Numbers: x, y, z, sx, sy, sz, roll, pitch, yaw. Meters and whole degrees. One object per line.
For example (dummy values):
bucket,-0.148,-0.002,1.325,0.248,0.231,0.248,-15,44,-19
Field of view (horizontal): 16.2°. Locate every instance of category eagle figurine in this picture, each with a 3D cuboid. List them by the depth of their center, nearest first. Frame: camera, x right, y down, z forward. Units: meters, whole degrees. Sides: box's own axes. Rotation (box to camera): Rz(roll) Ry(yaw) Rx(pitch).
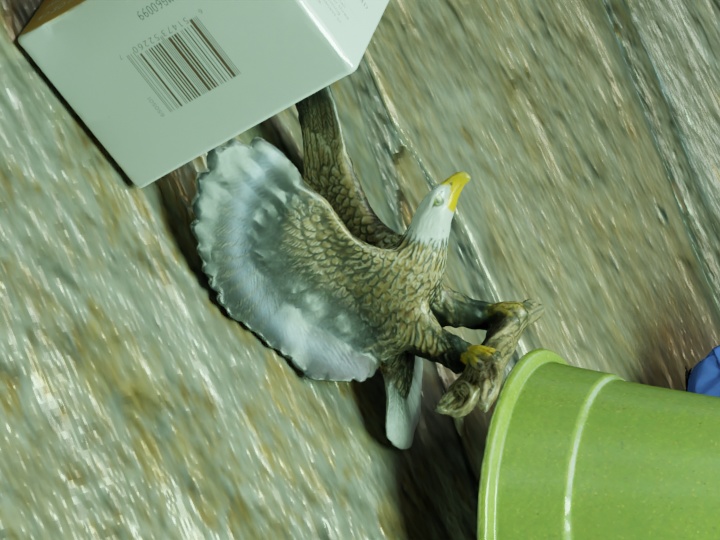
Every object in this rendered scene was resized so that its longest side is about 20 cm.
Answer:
eagle figurine,0.004,-0.006,1.404,0.200,0.151,0.152,32,-12,2

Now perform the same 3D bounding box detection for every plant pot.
plant pot,0.188,0.144,1.420,0.200,0.190,0.200,-1,90,-65

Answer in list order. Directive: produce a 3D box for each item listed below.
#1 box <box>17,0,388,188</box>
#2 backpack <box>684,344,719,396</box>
box,-0.067,-0.162,1.351,0.106,0.152,0.200,51,31,-20
backpack,0.306,0.117,1.724,0.200,0.168,0.163,78,8,-62
